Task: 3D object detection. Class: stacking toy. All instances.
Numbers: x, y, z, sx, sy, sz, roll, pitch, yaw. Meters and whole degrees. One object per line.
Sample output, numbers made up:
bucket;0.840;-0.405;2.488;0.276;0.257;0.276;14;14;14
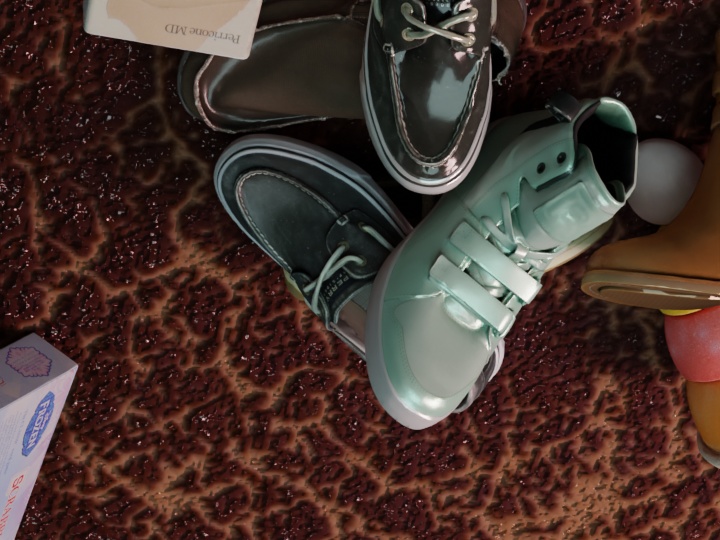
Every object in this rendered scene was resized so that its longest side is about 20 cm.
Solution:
stacking toy;0.216;0.008;1.226;0.146;0.146;0.200;-34;105;18

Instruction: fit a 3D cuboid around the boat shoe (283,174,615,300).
boat shoe;0.047;-0.030;1.198;0.200;0.073;0.065;-14;131;5

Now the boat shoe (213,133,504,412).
boat shoe;0.000;0.000;1.146;0.200;0.071;0.072;38;116;-6

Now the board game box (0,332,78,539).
board game box;-0.271;0.154;1.236;0.041;0.199;0.200;35;122;17

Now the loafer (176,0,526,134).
loafer;-0.005;-0.118;1.131;0.200;0.071;0.073;-15;125;6

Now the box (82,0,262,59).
box;-0.081;-0.217;1.050;0.095;0.078;0.200;7;124;-11

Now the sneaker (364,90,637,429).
sneaker;0.077;-0.012;1.089;0.074;0.201;0.118;36;154;-20

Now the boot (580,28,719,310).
boot;0.210;-0.060;1.154;0.200;0.074;0.155;-6;84;-14

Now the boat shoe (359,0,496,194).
boat shoe;0.035;-0.139;1.068;0.071;0.064;0.201;0;94;-1
